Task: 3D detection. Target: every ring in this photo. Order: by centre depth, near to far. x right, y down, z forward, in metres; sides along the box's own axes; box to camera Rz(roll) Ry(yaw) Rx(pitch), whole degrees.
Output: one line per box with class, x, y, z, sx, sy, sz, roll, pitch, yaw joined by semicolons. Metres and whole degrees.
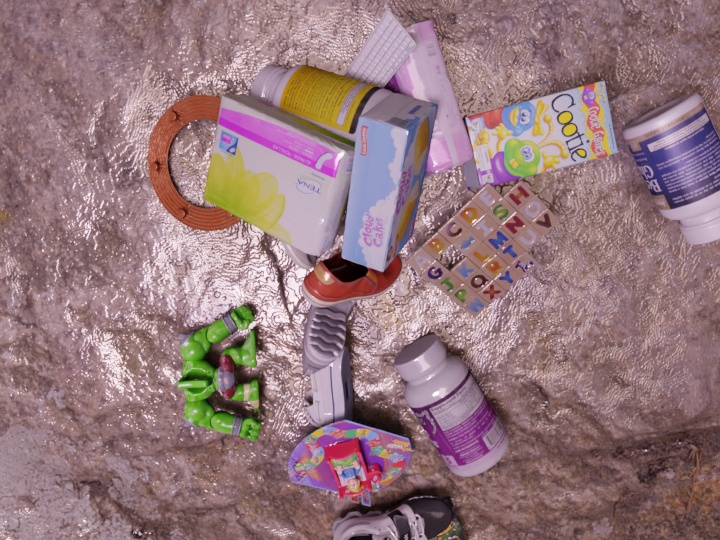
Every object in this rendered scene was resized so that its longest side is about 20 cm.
ring;-0.237;-0.159;0.843;0.198;0.019;0.203;3;101;14

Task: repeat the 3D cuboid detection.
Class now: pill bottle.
pill bottle;-0.053;-0.223;0.796;0.198;0.112;0.114;24;97;19
pill bottle;0.483;-0.146;0.830;0.110;0.111;0.202;-29;96;3
pill bottle;0.136;0.205;0.870;0.112;0.112;0.201;-32;96;3

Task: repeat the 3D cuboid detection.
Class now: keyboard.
keyboard;0.013;-0.275;0.780;0.056;0.200;0.011;44;63;-7

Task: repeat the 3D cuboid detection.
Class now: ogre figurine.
ogre figurine;-0.218;0.162;0.871;0.118;0.098;0.203;-3;109;-12

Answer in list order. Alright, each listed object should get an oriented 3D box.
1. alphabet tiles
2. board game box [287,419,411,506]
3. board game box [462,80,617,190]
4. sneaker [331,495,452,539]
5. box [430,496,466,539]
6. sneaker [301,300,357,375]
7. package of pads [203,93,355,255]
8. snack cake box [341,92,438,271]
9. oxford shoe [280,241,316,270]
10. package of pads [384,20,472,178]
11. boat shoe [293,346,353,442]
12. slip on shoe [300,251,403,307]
alphabet tiles;0.192;-0.034;0.837;0.167;0.008;0.200;36;112;-26
board game box;-0.011;0.310;0.870;0.198;0.039;0.159;23;117;-26
board game box;0.251;-0.194;0.826;0.197;0.103;0.106;-15;97;1
sneaker;0.052;0.412;0.872;0.197;0.089;0.075;-15;92;1
box;0.083;0.482;0.940;0.198;0.038;0.138;-21;97;2
sneaker;-0.052;0.062;0.830;0.074;0.201;0.082;29;134;-8
package of pads;-0.108;-0.125;0.751;0.198;0.068;0.156;26;116;15
snack cake box;0.037;-0.115;0.741;0.066;0.115;0.202;20;127;15
oxford shoe;-0.098;-0.101;0.848;0.057;0.075;0.203;-13;93;22
package of pads;0.088;-0.237;0.808;0.075;0.120;0.202;-20;97;-10
boat shoe;-0.061;0.206;0.878;0.085;0.075;0.204;4;119;13
slip on shoe;0.000;0.000;0.814;0.074;0.199;0.061;50;128;21
